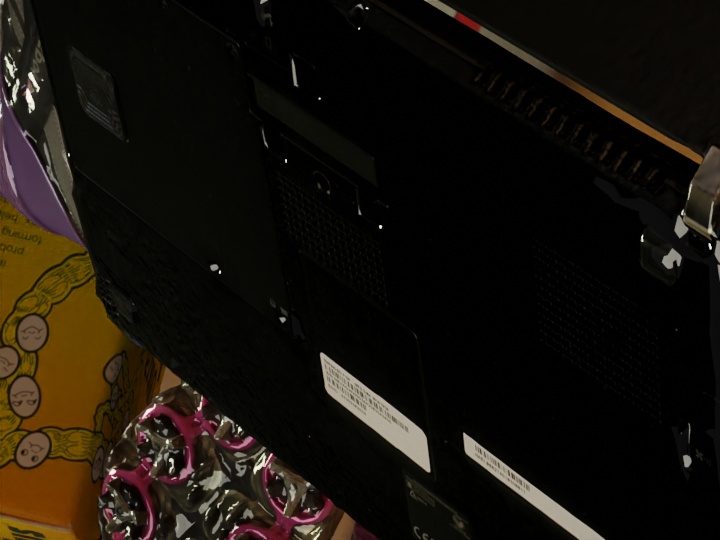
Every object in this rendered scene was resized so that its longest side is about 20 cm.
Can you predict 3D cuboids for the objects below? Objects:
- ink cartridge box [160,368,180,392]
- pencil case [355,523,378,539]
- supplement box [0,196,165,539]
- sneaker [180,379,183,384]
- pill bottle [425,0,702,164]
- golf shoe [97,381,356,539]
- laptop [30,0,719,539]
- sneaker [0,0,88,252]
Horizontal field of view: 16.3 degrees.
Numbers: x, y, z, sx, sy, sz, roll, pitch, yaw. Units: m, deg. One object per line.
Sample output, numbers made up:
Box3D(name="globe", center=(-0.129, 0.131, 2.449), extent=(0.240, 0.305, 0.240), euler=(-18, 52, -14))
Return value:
Box3D(name="ink cartridge box", center=(-0.078, 0.025, 1.061), extent=(0.200, 0.115, 0.068), euler=(35, 134, 40))
Box3D(name="pencil case", center=(0.030, 0.114, 0.819), extent=(0.086, 0.083, 0.200), euler=(69, 163, -9))
Box3D(name="supplement box", center=(-0.117, -0.007, 0.860), extent=(0.109, 0.202, 0.109), euler=(13, 164, 5))
Box3D(name="sneaker", center=(0.000, 0.001, 0.857), extent=(0.202, 0.107, 0.068), euler=(-86, -1, -67))
Box3D(name="pill bottle", center=(0.012, -0.065, 0.503), extent=(0.200, 0.112, 0.112), euler=(34, 164, 40))
Box3D(name="golf shoe", center=(-0.037, 0.080, 0.776), extent=(0.073, 0.092, 0.200), euler=(49, 136, 15))
Box3D(name="laptop", center=(0.030, -0.048, 0.391), extent=(0.177, 0.103, 0.201), euler=(36, 147, 39))
Box3D(name="sneaker", center=(-0.069, -0.088, 0.698), extent=(0.087, 0.076, 0.201), euler=(35, 143, 31))
